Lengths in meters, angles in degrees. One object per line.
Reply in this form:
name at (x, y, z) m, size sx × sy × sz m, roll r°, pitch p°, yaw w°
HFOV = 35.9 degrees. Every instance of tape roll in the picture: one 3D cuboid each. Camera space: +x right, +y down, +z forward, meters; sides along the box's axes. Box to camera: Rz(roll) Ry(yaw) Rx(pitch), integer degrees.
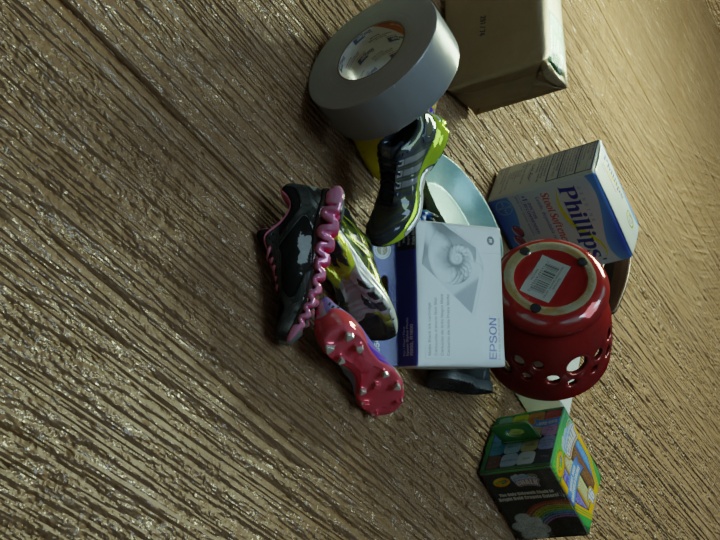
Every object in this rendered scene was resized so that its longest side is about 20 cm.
tape roll at (0.030, -0.268, 1.462) m, size 0.066 × 0.199 × 0.201 m, roll 46°, pitch 42°, yaw -39°

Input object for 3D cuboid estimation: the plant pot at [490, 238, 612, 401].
plant pot at (0.288, 0.069, 1.688) m, size 0.183 × 0.199 × 0.202 m, roll 84°, pitch 15°, yaw -51°

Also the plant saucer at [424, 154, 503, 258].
plant saucer at (0.146, -0.087, 1.700) m, size 0.201 × 0.039 × 0.202 m, roll 40°, pitch 30°, yaw -30°

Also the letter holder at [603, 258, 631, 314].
letter holder at (0.403, -0.006, 2.009) m, size 0.101 × 0.141 × 0.200 m, roll 59°, pitch 36°, yaw -25°

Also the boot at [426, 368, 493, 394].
boot at (0.139, 0.074, 1.628) m, size 0.165 × 0.065 × 0.202 m, roll 25°, pitch 60°, yaw -61°

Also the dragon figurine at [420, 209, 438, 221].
dragon figurine at (0.068, -0.046, 1.570) m, size 0.099 × 0.058 × 0.202 m, roll -15°, pitch 92°, yaw -59°

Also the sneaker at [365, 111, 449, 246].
sneaker at (0.046, -0.128, 1.458) m, size 0.081 × 0.073 × 0.201 m, roll 32°, pitch 73°, yaw -47°

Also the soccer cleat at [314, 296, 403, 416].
soccer cleat at (-0.001, 0.111, 1.396) m, size 0.200 × 0.066 × 0.077 m, roll 54°, pitch 11°, yaw -45°

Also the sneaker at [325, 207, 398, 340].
sneaker at (0.000, 0.000, 1.427) m, size 0.201 × 0.074 × 0.085 m, roll 60°, pitch 36°, yaw -24°

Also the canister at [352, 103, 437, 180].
canister at (0.054, -0.243, 1.589) m, size 0.149 × 0.086 × 0.201 m, roll 60°, pitch 35°, yaw -44°

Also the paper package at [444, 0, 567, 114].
paper package at (0.241, -0.388, 1.854) m, size 0.103 × 0.189 × 0.202 m, roll 29°, pitch 56°, yaw -50°

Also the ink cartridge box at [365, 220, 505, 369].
ink cartridge box at (0.104, 0.033, 1.511) m, size 0.198 × 0.041 × 0.202 m, roll 2°, pitch 82°, yaw -27°

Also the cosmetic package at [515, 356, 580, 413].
cosmetic package at (0.319, 0.144, 1.884) m, size 0.102 × 0.071 × 0.201 m, roll 56°, pitch 37°, yaw -29°

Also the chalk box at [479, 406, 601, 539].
chalk box at (0.268, 0.295, 1.693) m, size 0.201 × 0.124 × 0.124 m, roll 60°, pitch 35°, yaw -26°

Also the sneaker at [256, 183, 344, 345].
sneaker at (-0.083, -0.013, 1.318) m, size 0.079 × 0.095 × 0.202 m, roll 114°, pitch -10°, yaw -77°

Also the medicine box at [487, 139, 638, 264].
medicine box at (0.349, -0.100, 1.903) m, size 0.183 × 0.199 × 0.103 m, roll 58°, pitch 36°, yaw -26°
